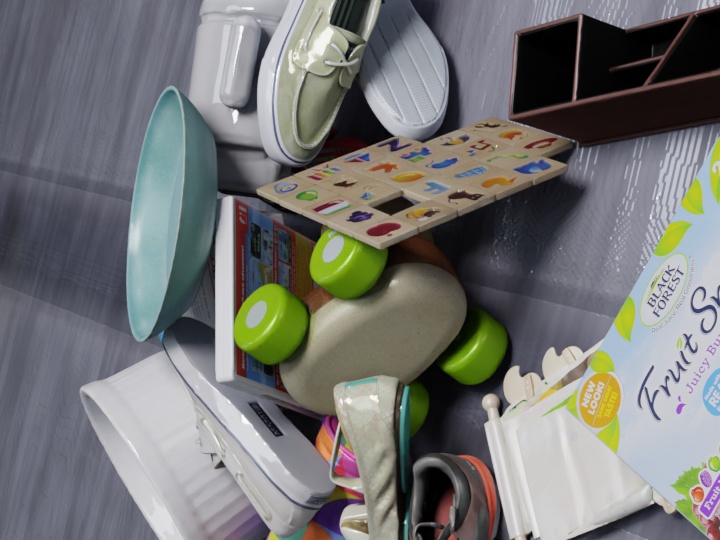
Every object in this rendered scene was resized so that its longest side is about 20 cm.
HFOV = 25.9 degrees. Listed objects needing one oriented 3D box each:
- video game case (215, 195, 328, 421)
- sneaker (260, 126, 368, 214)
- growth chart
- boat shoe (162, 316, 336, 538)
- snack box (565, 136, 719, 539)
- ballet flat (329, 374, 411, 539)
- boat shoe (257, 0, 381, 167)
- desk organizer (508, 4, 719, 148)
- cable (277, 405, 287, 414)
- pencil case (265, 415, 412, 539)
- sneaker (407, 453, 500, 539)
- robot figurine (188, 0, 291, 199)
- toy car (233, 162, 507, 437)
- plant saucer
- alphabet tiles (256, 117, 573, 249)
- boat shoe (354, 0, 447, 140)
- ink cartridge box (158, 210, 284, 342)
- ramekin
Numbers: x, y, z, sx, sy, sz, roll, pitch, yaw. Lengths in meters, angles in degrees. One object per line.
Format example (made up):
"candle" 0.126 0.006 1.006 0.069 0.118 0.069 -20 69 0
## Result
"video game case" -0.053 0.038 1.236 0.017 0.200 0.144 -11 69 27
"sneaker" -0.057 -0.098 1.397 0.199 0.077 0.085 18 77 48
"growth chart" 0.156 0.117 1.076 0.200 0.018 0.146 -29 58 46
"boat shoe" -0.100 0.123 1.217 0.200 0.071 0.070 47 115 24
"snack box" 0.236 0.047 0.934 0.169 0.067 0.201 44 110 48
"ballet flat" 0.010 0.167 1.164 0.068 0.062 0.202 -73 -19 -66
"boat shoe" -0.028 -0.179 1.225 0.062 0.072 0.202 9 85 50
"desk organizer" 0.194 -0.138 1.046 0.199 0.077 0.072 -7 75 53
"cable" -0.070 0.030 1.376 0.097 0.050 0.201 -55 43 39
"pencil case" -0.032 0.212 1.251 0.088 0.088 0.201 50 120 47
"sneaker" 0.061 0.223 1.104 0.077 0.082 0.201 -21 62 23
"robot figurine" -0.084 -0.162 1.299 0.170 0.112 0.202 9 -92 -85
"toy car" 0.000 0.000 1.204 0.158 0.164 0.201 -39 36 22
"plant saucer" -0.146 -0.042 1.227 0.200 0.036 0.202 -174 90 -71
"alphabet tiles" 0.048 -0.071 1.141 0.167 0.199 0.008 25 131 53
"boat shoe" 0.024 -0.180 1.300 0.062 0.071 0.201 98 159 -54
"ink cartridge box" -0.110 0.011 1.317 0.199 0.067 0.117 11 117 57
"ramekin" -0.147 0.161 1.333 0.201 0.097 0.201 51 161 25
